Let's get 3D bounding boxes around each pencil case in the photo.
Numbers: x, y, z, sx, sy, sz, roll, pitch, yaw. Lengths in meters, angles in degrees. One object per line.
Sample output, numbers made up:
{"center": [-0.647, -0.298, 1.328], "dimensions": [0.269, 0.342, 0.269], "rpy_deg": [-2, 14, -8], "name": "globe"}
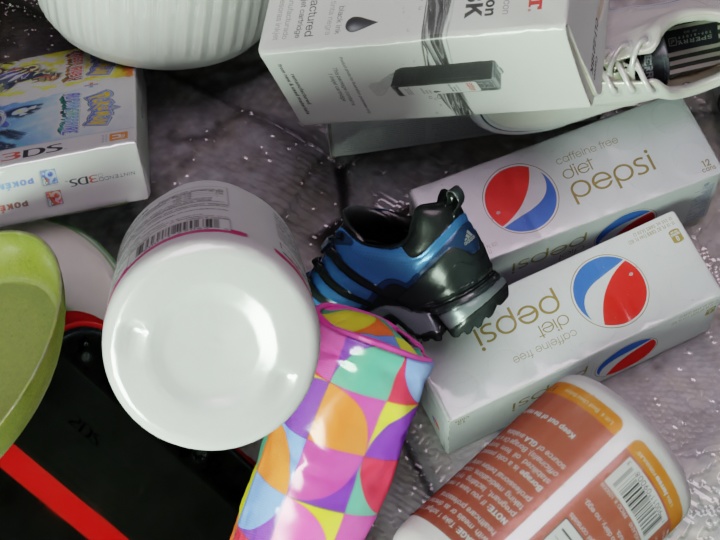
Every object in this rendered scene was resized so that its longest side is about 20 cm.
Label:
{"center": [-0.022, 0.122, 0.875], "dimensions": [0.087, 0.088, 0.202], "rpy_deg": [22, 101, 12], "name": "pencil case"}

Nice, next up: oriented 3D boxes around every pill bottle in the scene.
{"center": [-0.085, 0.015, 0.844], "dimensions": [0.112, 0.200, 0.115], "rpy_deg": [-1, 105, -6], "name": "pill bottle"}
{"center": [0.090, 0.165, 0.882], "dimensions": [0.199, 0.112, 0.112], "rpy_deg": [-39, 69, -15], "name": "pill bottle"}

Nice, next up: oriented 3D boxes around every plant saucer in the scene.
{"center": [-0.237, 0.065, 0.833], "dimensions": [0.198, 0.031, 0.201], "rpy_deg": [-23, 40, 21], "name": "plant saucer"}

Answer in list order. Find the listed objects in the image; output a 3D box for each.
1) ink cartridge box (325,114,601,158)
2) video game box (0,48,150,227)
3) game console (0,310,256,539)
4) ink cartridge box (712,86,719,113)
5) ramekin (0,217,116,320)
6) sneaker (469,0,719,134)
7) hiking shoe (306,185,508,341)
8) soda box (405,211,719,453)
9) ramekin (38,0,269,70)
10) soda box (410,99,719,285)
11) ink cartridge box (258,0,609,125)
{"center": [0.062, -0.188, 1.065], "dimensions": [0.197, 0.084, 0.178], "rpy_deg": [-8, 64, -2], "name": "ink cartridge box"}
{"center": [-0.232, -0.088, 0.994], "dimensions": [0.180, 0.047, 0.201], "rpy_deg": [-10, 28, -5], "name": "video game box"}
{"center": [-0.157, 0.143, 0.876], "dimensions": [0.177, 0.200, 0.031], "rpy_deg": [-51, 29, -14], "name": "game console"}
{"center": [0.297, -0.158, 1.005], "dimensions": [0.083, 0.146, 0.202], "rpy_deg": [-5, 65, -11], "name": "ink cartridge box"}
{"center": [-0.221, 0.062, 0.950], "dimensions": [0.197, 0.098, 0.202], "rpy_deg": [-1, 65, 2], "name": "ramekin"}
{"center": [0.164, -0.136, 0.958], "dimensions": [0.198, 0.071, 0.074], "rpy_deg": [-19, 106, -6], "name": "sneaker"}
{"center": [0.000, 0.000, 0.940], "dimensions": [0.198, 0.088, 0.074], "rpy_deg": [-12, 16, 35], "name": "hiking shoe"}
{"center": [0.129, 0.040, 0.967], "dimensions": [0.198, 0.064, 0.069], "rpy_deg": [-24, 66, -8], "name": "soda box"}
{"center": [-0.139, -0.227, 1.047], "dimensions": [0.197, 0.106, 0.201], "rpy_deg": [5, 39, -4], "name": "ramekin"}
{"center": [0.134, -0.045, 0.998], "dimensions": [0.198, 0.064, 0.069], "rpy_deg": [-20, 65, -8], "name": "soda box"}
{"center": [0.051, -0.177, 0.937], "dimensions": [0.197, 0.084, 0.146], "rpy_deg": [-1, 61, 21], "name": "ink cartridge box"}
